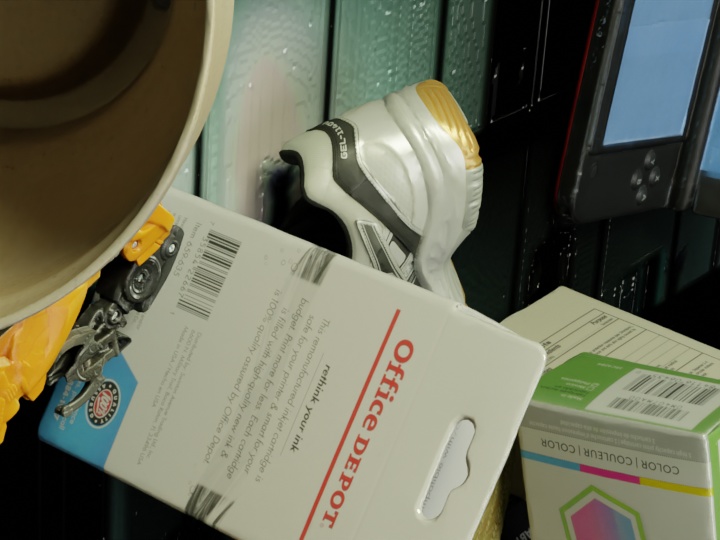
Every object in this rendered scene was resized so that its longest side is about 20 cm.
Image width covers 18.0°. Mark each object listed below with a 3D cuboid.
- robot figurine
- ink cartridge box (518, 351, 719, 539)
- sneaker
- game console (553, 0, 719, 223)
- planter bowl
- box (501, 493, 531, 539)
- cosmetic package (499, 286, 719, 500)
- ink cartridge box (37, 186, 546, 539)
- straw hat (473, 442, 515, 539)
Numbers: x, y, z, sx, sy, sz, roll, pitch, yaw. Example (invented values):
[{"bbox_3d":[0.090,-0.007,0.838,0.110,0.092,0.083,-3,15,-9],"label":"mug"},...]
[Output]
[{"bbox_3d":[-0.144,0.005,0.807,0.200,0.058,0.145,-47,142,-28],"label":"robot figurine"},{"bbox_3d":[0.140,0.146,1.073,0.059,0.104,0.201,-29,120,-44],"label":"ink cartridge box"},{"bbox_3d":[0.000,0.000,1.016,0.087,0.076,0.200,-17,137,-15],"label":"sneaker"},{"bbox_3d":[0.207,-0.112,1.186,0.172,0.118,0.201,-11,117,-52],"label":"game console"},{"bbox_3d":[-0.125,-0.089,0.682,0.135,0.199,0.201,-48,152,-75],"label":"planter bowl"},{"bbox_3d":[0.149,0.189,1.224,0.200,0.050,0.199,-30,94,-46],"label":"box"},{"bbox_3d":[0.152,0.087,1.148,0.105,0.200,0.071,-27,131,-43],"label":"cosmetic package"},{"bbox_3d":[-0.016,0.053,0.887,0.067,0.200,0.116,26,87,-58],"label":"ink cartridge box"},{"bbox_3d":[0.000,0.129,1.021,0.201,0.085,0.202,13,90,-73],"label":"straw hat"}]
